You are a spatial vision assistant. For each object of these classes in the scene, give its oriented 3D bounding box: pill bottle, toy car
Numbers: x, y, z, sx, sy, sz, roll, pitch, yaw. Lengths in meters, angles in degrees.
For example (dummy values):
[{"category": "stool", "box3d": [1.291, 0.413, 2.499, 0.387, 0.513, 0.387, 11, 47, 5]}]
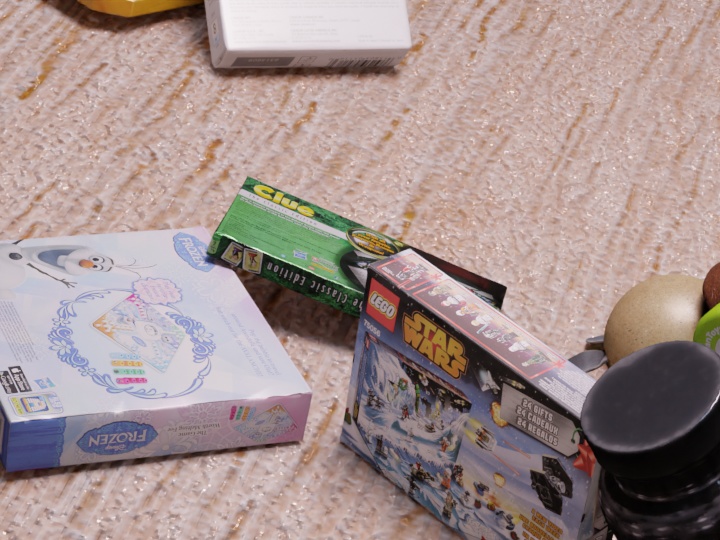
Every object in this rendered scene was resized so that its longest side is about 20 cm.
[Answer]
[{"category": "pill bottle", "box3d": [0.200, 0.139, 1.340, 0.112, 0.200, 0.112, -22, 33, 15]}, {"category": "toy car", "box3d": [0.218, 0.064, 1.587, 0.200, 0.158, 0.164, -4, 16, 35]}]

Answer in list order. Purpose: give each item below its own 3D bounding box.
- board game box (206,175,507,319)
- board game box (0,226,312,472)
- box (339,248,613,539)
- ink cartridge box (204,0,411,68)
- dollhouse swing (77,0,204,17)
[{"category": "board game box", "box3d": [0.000, 0.000, 1.645, 0.200, 0.024, 0.105, 23, 28, 1]}, {"category": "board game box", "box3d": [-0.160, 0.046, 1.543, 0.199, 0.043, 0.200, -5, 35, -24]}, {"category": "box", "box3d": [0.074, 0.094, 1.449, 0.040, 0.137, 0.200, -22, 45, -38]}, {"category": "ink cartridge box", "box3d": [-0.051, -0.264, 1.960, 0.160, 0.047, 0.201, -3, 74, -20]}, {"category": "dollhouse swing", "box3d": [-0.175, -0.316, 2.012, 0.200, 0.182, 0.176, 34, 18, 32]}]
